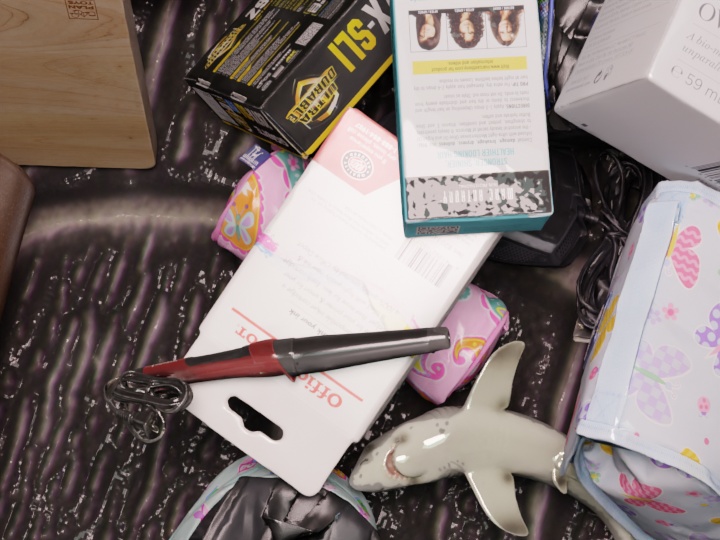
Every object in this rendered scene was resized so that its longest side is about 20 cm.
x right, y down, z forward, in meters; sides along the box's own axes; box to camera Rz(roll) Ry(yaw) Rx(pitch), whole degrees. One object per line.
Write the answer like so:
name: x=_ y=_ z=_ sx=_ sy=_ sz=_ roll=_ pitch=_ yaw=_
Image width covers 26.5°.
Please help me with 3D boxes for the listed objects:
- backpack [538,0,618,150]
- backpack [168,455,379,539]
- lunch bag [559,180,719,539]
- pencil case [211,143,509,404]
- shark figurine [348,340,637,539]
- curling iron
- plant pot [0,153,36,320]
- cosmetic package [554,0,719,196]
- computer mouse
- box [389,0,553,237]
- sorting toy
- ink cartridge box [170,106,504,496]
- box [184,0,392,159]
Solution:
backpack: x=0.178 y=-0.176 z=0.970 sx=0.182 sy=0.147 sz=0.202 roll=2 pitch=88 yaw=-13
backpack: x=-0.069 y=0.209 z=0.935 sx=0.166 sy=0.127 sz=0.201 roll=23 pitch=93 yaw=-11
lunch bag: x=0.195 y=0.063 z=0.901 sx=0.127 sy=0.200 sz=0.171 roll=2 pitch=63 yaw=37
pencil case: x=0.000 y=0.000 z=0.987 sx=0.200 sy=0.087 sz=0.088 roll=37 pitch=84 yaw=6
shark figurine: x=0.109 y=0.130 z=0.970 sx=0.214 sy=0.089 sz=0.129 roll=31 pitch=81 yaw=-7
curling iron: x=-0.047 y=0.059 z=0.863 sx=0.199 sy=0.026 sz=0.050 roll=-11 pitch=52 yaw=2
plant pot: x=-0.304 y=0.013 z=0.942 sx=0.199 sy=0.200 sz=0.199 roll=16 pitch=75 yaw=2
cosmetic package: x=0.250 y=-0.136 z=0.848 sx=0.199 sy=0.123 sz=0.201 roll=28 pitch=79 yaw=-14
computer mouse: x=0.092 y=-0.040 z=1.005 sx=0.199 sy=0.053 sz=0.139 roll=22 pitch=63 yaw=-3
box: x=0.059 y=-0.123 z=0.860 sx=0.082 sy=0.049 sz=0.202 roll=-3 pitch=81 yaw=-1
sorting toy: x=-0.234 y=-0.147 z=0.960 sx=0.198 sy=0.199 sz=0.070 roll=2 pitch=63 yaw=0
ink cartridge box: x=-0.014 y=0.020 z=0.911 sx=0.116 sy=0.067 sz=0.201 roll=35 pitch=91 yaw=5
box: x=-0.011 y=-0.171 z=0.972 sx=0.049 sy=0.160 sz=0.200 roll=44 pitch=83 yaw=-24
